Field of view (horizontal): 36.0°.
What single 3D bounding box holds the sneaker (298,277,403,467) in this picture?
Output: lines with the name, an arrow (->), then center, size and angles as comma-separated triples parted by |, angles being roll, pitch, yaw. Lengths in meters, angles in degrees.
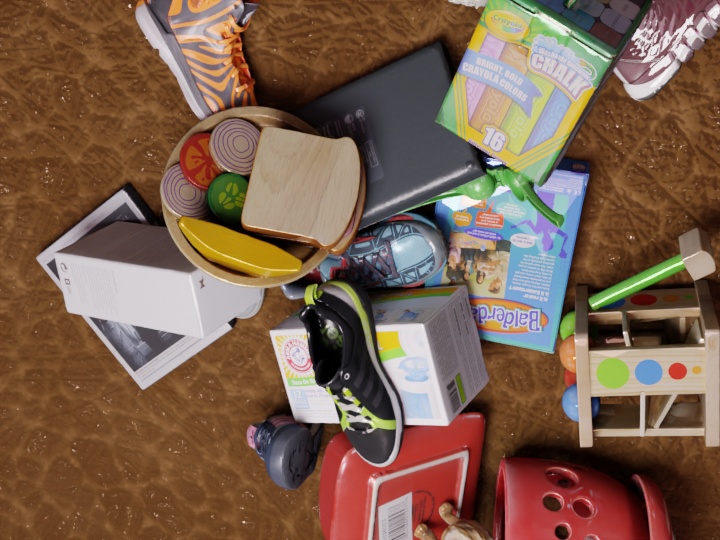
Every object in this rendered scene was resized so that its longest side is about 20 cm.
sneaker -> -0.019, 0.107, 1.080 | 0.071, 0.083, 0.204 | -9, 103, 35

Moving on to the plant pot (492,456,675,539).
plant pot -> 0.235, 0.310, 1.203 | 0.178, 0.201, 0.204 | 3, 114, 1

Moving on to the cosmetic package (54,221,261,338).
cosmetic package -> -0.211, 0.006, 1.154 | 0.197, 0.101, 0.073 | 8, 116, 34

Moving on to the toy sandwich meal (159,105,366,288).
toy sandwich meal -> -0.093, -0.077, 1.062 | 0.201, 0.070, 0.209 | 3, 73, -8

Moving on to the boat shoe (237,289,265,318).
boat shoe -> -0.155, -0.033, 1.203 | 0.069, 0.072, 0.204 | -7, 111, 14

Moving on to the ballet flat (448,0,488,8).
ballet flat -> 0.075, -0.287, 1.052 | 0.196, 0.072, 0.073 | 9, 114, 7

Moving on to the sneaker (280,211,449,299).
sneaker -> 0.000, 0.000, 1.148 | 0.197, 0.095, 0.081 | -11, 109, 35

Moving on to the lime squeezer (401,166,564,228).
lime squeezer -> 0.126, -0.072, 1.086 | 0.198, 0.071, 0.038 | 8, 152, 40

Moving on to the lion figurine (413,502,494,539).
lion figurine -> 0.115, 0.333, 1.185 | 0.072, 0.122, 0.202 | -31, 128, -19

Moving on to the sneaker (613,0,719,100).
sneaker -> 0.286, -0.262, 1.014 | 0.115, 0.076, 0.200 | 40, 115, -3

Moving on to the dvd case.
dvd case -> -0.258, 0.022, 1.275 | 0.149, 0.025, 0.201 | -33, 103, 22

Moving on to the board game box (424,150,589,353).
board game box -> 0.147, -0.024, 1.158 | 0.149, 0.045, 0.204 | 11, 114, 7

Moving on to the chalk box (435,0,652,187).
chalk box -> 0.170, -0.205, 0.993 | 0.123, 0.125, 0.202 | 32, 135, 8

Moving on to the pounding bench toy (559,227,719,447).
pounding bench toy -> 0.278, 0.060, 1.122 | 0.153, 0.125, 0.204 | -2, 112, 13

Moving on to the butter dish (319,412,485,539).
butter dish -> 0.024, 0.237, 1.249 | 0.196, 0.147, 0.204 | -11, 119, -32

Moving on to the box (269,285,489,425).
box -> 0.018, 0.090, 1.167 | 0.197, 0.101, 0.115 | -5, 108, 35

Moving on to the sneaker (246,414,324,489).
sneaker -> -0.094, 0.196, 1.223 | 0.080, 0.200, 0.072 | 13, 85, 7

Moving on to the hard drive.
hard drive -> 0.016, -0.125, 1.114 | 0.197, 0.033, 0.142 | -22, 75, 20

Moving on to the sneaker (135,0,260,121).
sneaker -> -0.132, -0.219, 1.117 | 0.111, 0.078, 0.201 | -32, 103, 23
